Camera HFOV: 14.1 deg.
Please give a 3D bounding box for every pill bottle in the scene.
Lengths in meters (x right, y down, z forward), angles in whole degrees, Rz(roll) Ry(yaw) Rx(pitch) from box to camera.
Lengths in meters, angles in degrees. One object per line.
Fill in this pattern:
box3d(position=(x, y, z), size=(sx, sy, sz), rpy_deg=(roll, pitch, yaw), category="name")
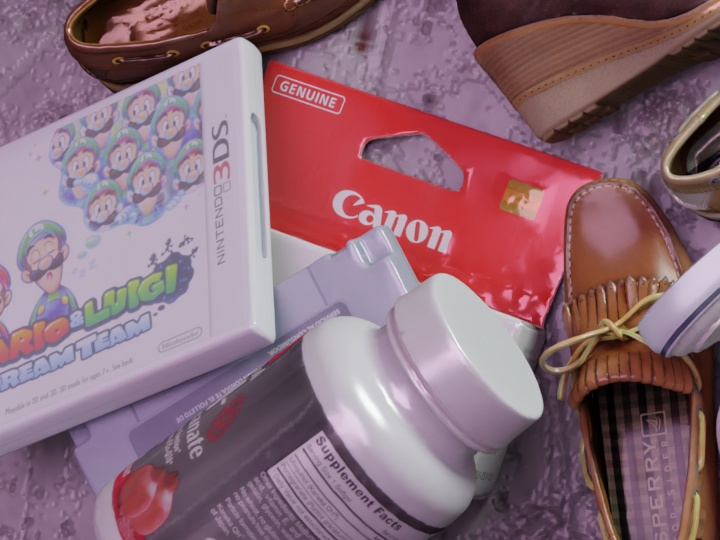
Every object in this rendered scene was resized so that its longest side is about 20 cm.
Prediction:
box3d(position=(-0.017, 0.091, 1.348), size=(0.200, 0.111, 0.111), rpy_deg=(-37, 71, 17), category="pill bottle")

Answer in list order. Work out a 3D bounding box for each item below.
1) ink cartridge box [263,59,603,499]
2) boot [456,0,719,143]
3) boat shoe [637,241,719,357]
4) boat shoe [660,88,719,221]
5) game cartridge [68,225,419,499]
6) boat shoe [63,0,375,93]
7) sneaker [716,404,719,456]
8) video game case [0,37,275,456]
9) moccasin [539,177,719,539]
box3d(position=(0.000, 0.000, 1.472), size=(0.200, 0.045, 0.176), rpy_deg=(20, 90, 22), category="ink cartridge box")
box3d(position=(0.130, -0.175, 1.433), size=(0.200, 0.072, 0.166), rpy_deg=(-29, 75, 19), category="boot")
box3d(position=(0.228, -0.002, 1.354), size=(0.202, 0.075, 0.086), rpy_deg=(-33, 78, -15), category="boat shoe")
box3d(position=(0.226, -0.097, 1.382), size=(0.200, 0.076, 0.072), rpy_deg=(-43, 69, 10), category="boat shoe")
box3d(position=(-0.039, 0.084, 1.436), size=(0.200, 0.040, 0.133), rpy_deg=(-31, 72, 18), category="game cartridge")
box3d(position=(-0.063, -0.149, 1.506), size=(0.200, 0.068, 0.072), rpy_deg=(-24, 74, 16), category="boat shoe")
box3d(position=(0.219, 0.133, 1.338), size=(0.075, 0.100, 0.200), rpy_deg=(-30, 71, 17), category="sneaker")
box3d(position=(-0.133, -0.008, 1.488), size=(0.200, 0.024, 0.182), rpy_deg=(-23, 52, 25), category="video game case")
box3d(position=(0.129, 0.054, 1.394), size=(0.074, 0.078, 0.202), rpy_deg=(-4, 80, 17), category="moccasin")
